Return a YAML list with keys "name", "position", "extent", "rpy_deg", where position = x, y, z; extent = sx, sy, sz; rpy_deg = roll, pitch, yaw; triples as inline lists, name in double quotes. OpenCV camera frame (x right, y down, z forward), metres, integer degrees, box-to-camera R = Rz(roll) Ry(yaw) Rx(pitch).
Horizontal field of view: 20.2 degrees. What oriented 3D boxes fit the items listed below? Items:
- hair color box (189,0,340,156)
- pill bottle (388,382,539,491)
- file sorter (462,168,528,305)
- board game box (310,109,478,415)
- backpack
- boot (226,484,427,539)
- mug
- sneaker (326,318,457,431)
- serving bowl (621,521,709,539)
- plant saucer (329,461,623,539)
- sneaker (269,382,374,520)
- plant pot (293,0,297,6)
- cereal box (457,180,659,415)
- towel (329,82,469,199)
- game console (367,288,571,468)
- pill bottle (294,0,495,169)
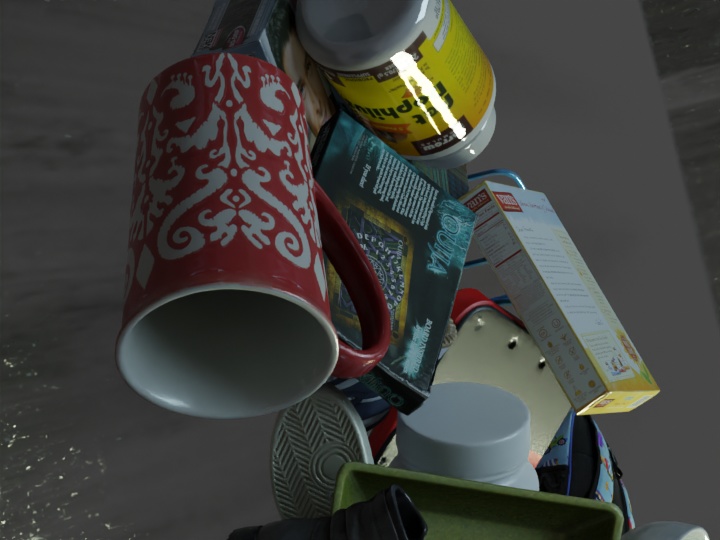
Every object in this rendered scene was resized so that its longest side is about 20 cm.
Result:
- name: "hair color box"
  position: [-0.053, -0.101, 1.499]
  extent: [0.099, 0.061, 0.200]
  rpy_deg: [-76, 146, -55]
- name: "pill bottle"
  position: [0.073, 0.193, 1.480]
  extent: [0.114, 0.114, 0.200]
  rpy_deg: [-63, 156, -64]
- name: "file sorter"
  position: [0.102, 0.031, 1.769]
  extent: [0.139, 0.122, 0.200]
  rpy_deg: [55, 27, -50]
- name: "board game box"
  position: [0.008, -0.009, 1.407]
  extent: [0.135, 0.028, 0.200]
  rpy_deg: [37, 40, -16]
- name: "backpack"
  position: [0.172, 0.231, 1.807]
  extent: [0.200, 0.134, 0.183]
  rpy_deg: [-80, 150, -50]
- name: "boot"
  position: [-0.007, 0.243, 1.265]
  extent: [0.070, 0.131, 0.200]
  rpy_deg: [10, 67, -71]
- name: "mug"
  position: [-0.076, -0.015, 1.268]
  extent: [0.178, 0.133, 0.200]
  rpy_deg: [50, 26, -46]
- name: "sneaker"
  position: [-0.035, 0.064, 1.423]
  extent: [0.200, 0.109, 0.070]
  rpy_deg: [8, 44, -37]
- name: "serving bowl"
  position: [0.184, 0.269, 1.455]
  extent: [0.200, 0.066, 0.200]
  rpy_deg: [-44, 143, -46]
- name: "plant saucer"
  position: [0.062, 0.239, 1.354]
  extent: [0.048, 0.200, 0.200]
  rpy_deg: [177, -77, -79]
- name: "sneaker"
  position: [-0.013, 0.169, 1.416]
  extent: [0.085, 0.075, 0.200]
  rpy_deg: [-56, 135, -75]
- name: "plant pot"
  position: [0.008, -0.301, 1.608]
  extent: [0.200, 0.199, 0.177]
  rpy_deg: [-26, 102, -72]
- name: "cereal box"
  position: [0.161, 0.023, 1.642]
  extent: [0.200, 0.039, 0.144]
  rpy_deg: [60, 20, 16]
- name: "towel"
  position: [0.014, -0.130, 1.650]
  extent: [0.200, 0.022, 0.147]
  rpy_deg: [38, 29, -26]
- name: "game console"
  position: [0.089, 0.118, 1.616]
  extent: [0.200, 0.031, 0.177]
  rpy_deg: [32, 89, -48]
- name: "pill bottle"
  position: [0.035, -0.156, 1.534]
  extent: [0.200, 0.109, 0.109]
  rpy_deg: [47, 33, -56]
